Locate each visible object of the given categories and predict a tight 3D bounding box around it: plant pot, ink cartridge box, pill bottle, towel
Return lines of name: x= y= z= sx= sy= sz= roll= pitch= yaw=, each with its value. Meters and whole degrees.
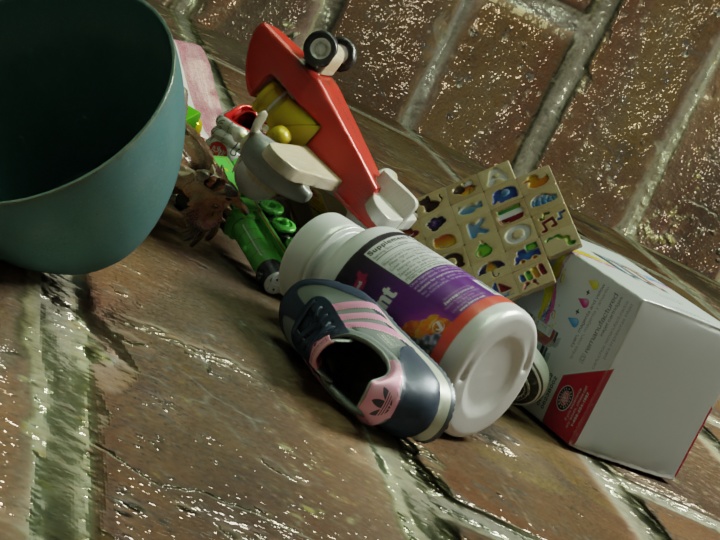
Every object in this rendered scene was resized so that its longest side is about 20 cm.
plant pot: x=-0.202 y=-0.076 z=1.305 sx=0.199 sy=0.200 sz=0.135 roll=33 pitch=-25 yaw=35
ink cartridge box: x=0.212 y=0.067 z=1.743 sx=0.144 sy=0.146 sz=0.200 roll=19 pitch=11 yaw=-35
pill bottle: x=0.031 y=0.035 z=1.510 sx=0.199 sy=0.112 sz=0.111 roll=33 pitch=11 yaw=34
towel: x=-0.215 y=-0.192 z=1.911 sx=0.199 sy=0.023 sz=0.145 roll=13 pitch=45 yaw=-46

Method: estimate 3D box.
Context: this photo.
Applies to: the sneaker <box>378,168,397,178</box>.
sneaker: x=0.020 y=-0.059 z=2.001 sx=0.200 sy=0.092 sz=0.076 roll=38 pitch=-7 yaw=41

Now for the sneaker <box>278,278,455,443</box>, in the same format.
sneaker: x=-0.014 y=0.054 z=1.408 sx=0.082 sy=0.071 sz=0.200 roll=19 pitch=10 yaw=-42

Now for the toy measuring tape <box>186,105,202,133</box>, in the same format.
toy measuring tape: x=-0.208 y=-0.102 z=1.799 sx=0.073 sy=0.074 sz=0.200 roll=30 pitch=32 yaw=16

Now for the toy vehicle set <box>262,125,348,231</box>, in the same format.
toy vehicle set: x=-0.030 y=-0.059 z=1.887 sx=0.200 sy=0.026 sz=0.125 roll=40 pitch=-24 yaw=54

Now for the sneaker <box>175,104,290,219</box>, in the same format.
sneaker: x=-0.099 y=-0.098 z=1.867 sx=0.067 sy=0.109 sz=0.201 roll=31 pitch=10 yaw=20

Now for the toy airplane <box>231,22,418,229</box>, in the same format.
toy airplane: x=-0.040 y=-0.092 z=1.666 sx=0.200 sy=0.140 sz=0.200 roll=53 pitch=18 yaw=-39

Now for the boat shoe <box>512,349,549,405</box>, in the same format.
boat shoe: x=0.070 y=0.064 z=1.632 sx=0.199 sy=0.071 sz=0.064 roll=31 pitch=33 yaw=-8

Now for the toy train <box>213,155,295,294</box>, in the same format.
toy train: x=-0.093 y=-0.039 z=1.696 sx=0.056 sy=0.042 sz=0.200 roll=4 pitch=32 yaw=-30

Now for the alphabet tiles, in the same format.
alphabet tiles: x=0.110 y=-0.028 z=1.756 sx=0.201 sy=0.165 sz=0.006 roll=-105 pitch=169 yaw=-54

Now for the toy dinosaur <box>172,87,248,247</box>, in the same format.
toy dinosaur: x=-0.154 y=-0.090 z=1.675 sx=0.135 sy=0.086 sz=0.200 roll=27 pitch=21 yaw=-6
